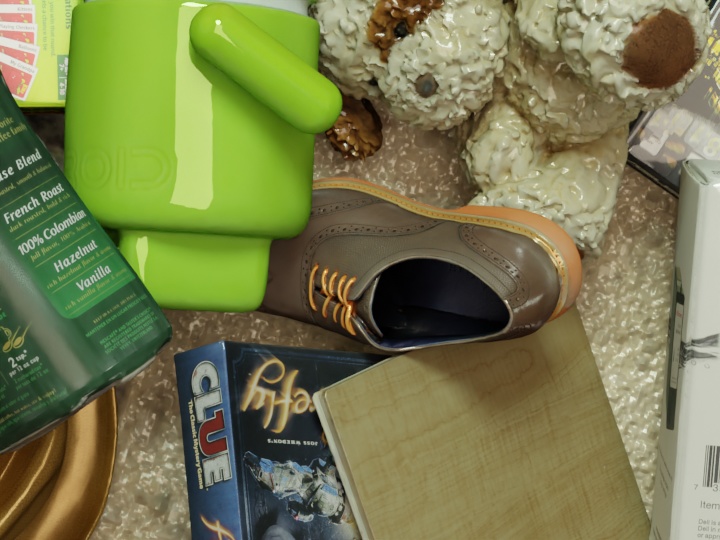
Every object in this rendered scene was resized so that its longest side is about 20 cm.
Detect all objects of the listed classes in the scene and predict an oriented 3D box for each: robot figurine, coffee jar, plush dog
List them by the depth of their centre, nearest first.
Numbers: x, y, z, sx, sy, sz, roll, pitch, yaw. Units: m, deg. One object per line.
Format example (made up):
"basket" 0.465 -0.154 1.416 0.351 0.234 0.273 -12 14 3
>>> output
"coffee jar" -0.175 -0.025 1.050 0.085 0.104 0.200 -37 96 -46
"robot figurine" -0.078 -0.082 1.111 0.115 0.175 0.201 3 88 -18
"plush dog" 0.058 -0.115 1.154 0.171 0.200 0.161 15 46 -10

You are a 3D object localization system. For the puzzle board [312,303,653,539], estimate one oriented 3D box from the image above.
"puzzle board" 0.063 0.101 1.152 0.200 0.017 0.151 -22 95 -48

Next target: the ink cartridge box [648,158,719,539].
"ink cartridge box" 0.223 0.052 1.164 0.145 0.084 0.201 4 101 0

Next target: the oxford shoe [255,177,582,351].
"oxford shoe" 0.000 0.000 1.137 0.199 0.073 0.072 1 110 29

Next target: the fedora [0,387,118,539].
"fedora" -0.192 0.073 1.127 0.200 0.082 0.202 1 87 -23

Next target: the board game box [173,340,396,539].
"board game box" 0.003 0.108 1.122 0.200 0.035 0.136 6 72 -46

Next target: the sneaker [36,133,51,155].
"sneaker" -0.243 -0.042 1.121 0.199 0.074 0.080 5 64 -15

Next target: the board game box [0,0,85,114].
"board game box" -0.185 -0.177 1.168 0.101 0.048 0.201 -1 90 -7

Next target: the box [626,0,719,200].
"box" 0.250 -0.072 1.221 0.200 0.049 0.161 35 89 -6
